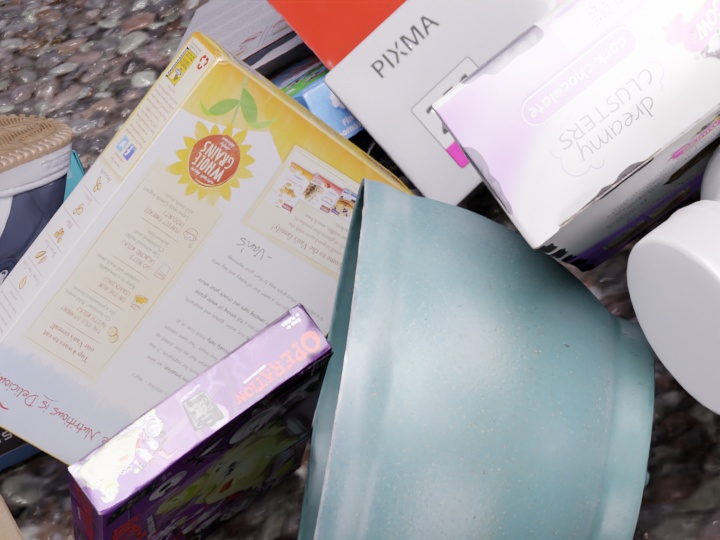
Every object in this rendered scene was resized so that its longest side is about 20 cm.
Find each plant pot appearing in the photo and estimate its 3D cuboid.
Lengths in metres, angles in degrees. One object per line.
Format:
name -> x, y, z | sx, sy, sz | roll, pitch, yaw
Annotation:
plant pot -> 0.049, 0.072, 1.038 | 0.133, 0.201, 0.201 | 10, 37, -3

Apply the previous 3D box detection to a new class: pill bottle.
pill bottle -> 0.204, -0.027, 0.959 | 0.199, 0.111, 0.111 | -32, 35, -21

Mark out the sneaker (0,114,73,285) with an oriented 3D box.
sneaker -> -0.216, -0.004, 1.219 | 0.070, 0.109, 0.200 | 19, 26, 29

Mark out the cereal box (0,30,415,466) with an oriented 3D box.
cereal box -> -0.082, 0.008, 1.148 | 0.200, 0.144, 0.040 | -51, 36, 6

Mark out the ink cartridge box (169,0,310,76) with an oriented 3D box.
ink cartridge box -> -0.038, -0.135, 1.404 | 0.160, 0.050, 0.200 | -28, 22, 19

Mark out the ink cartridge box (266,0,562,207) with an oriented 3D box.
ink cartridge box -> 0.058, -0.157, 1.208 | 0.200, 0.174, 0.044 | -43, -4, 8

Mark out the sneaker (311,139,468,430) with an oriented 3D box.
sneaker -> 0.000, 0.000, 1.232 | 0.074, 0.082, 0.201 | -8, 37, 19

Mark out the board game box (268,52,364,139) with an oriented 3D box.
board game box -> 0.010, -0.114, 1.354 | 0.151, 0.037, 0.200 | -33, 9, -15

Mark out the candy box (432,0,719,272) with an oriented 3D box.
candy box -> 0.128, -0.079, 0.993 | 0.167, 0.072, 0.200 | -37, -9, 7

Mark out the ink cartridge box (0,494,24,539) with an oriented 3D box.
ink cartridge box -> -0.211, 0.118, 1.112 | 0.075, 0.165, 0.200 | -34, 35, -16

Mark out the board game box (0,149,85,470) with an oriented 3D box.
board game box -> -0.194, 0.027, 1.333 | 0.150, 0.047, 0.200 | -25, 35, -5

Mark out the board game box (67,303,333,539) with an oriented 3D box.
board game box -> -0.072, 0.087, 1.076 | 0.120, 0.200, 0.032 | -32, 77, -14
